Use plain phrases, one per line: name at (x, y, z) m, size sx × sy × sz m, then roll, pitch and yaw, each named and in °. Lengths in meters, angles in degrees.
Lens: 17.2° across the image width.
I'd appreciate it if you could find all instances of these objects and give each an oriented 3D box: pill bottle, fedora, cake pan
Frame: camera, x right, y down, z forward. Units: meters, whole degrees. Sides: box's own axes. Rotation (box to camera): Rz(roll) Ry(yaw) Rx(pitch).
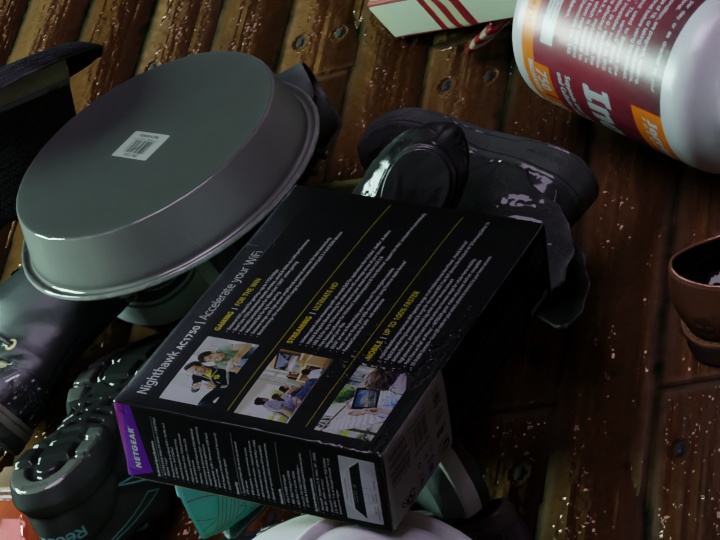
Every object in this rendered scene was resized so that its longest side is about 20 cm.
pill bottle at (0.190, -0.124, 1.383) m, size 0.113 × 0.113 × 0.200 m, roll -45°, pitch 41°, yaw -13°
fedora at (-0.236, -0.072, 1.514) m, size 0.199 × 0.092 × 0.201 m, roll -25°, pitch 5°, yaw 2°
cake pan at (-0.120, -0.062, 1.400) m, size 0.199 × 0.037 × 0.201 m, roll -21°, pitch 33°, yaw 14°

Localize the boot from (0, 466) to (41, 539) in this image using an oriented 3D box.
boot at (-0.266, 0.185, 1.418) m, size 0.198 × 0.075 × 0.108 m, roll -12°, pitch 50°, yaw 23°

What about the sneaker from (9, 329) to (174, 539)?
sneaker at (-0.142, 0.106, 1.416) m, size 0.075 × 0.080 × 0.200 m, roll -12°, pitch 24°, yaw 31°

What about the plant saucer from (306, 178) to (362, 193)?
plant saucer at (-0.002, 0.032, 1.408) m, size 0.198 × 0.048 × 0.201 m, roll -7°, pitch 47°, yaw 28°

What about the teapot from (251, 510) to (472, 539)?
teapot at (0.012, 0.183, 1.126) m, size 0.196 × 0.147 × 0.200 m, roll 30°, pitch 42°, yaw 6°

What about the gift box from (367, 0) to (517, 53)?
gift box at (0.065, -0.268, 1.560) m, size 0.185 × 0.187 × 0.200 m, roll -52°, pitch 24°, yaw -17°

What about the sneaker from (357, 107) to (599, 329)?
sneaker at (0.057, -0.029, 1.346) m, size 0.199 × 0.060 × 0.104 m, roll 14°, pitch 56°, yaw 38°

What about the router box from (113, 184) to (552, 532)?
router box at (-0.009, 0.037, 1.186) m, size 0.148 × 0.051 × 0.200 m, roll 10°, pitch 38°, yaw 26°

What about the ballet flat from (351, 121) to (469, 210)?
ballet flat at (0.000, 0.000, 1.322) m, size 0.200 × 0.066 × 0.057 m, roll -50°, pitch -5°, yaw 26°

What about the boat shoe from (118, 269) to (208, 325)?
boat shoe at (-0.170, -0.027, 1.569) m, size 0.069 × 0.057 × 0.200 m, roll -42°, pitch 41°, yaw -10°

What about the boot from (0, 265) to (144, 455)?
boot at (-0.216, 0.016, 1.522) m, size 0.154 × 0.073 × 0.203 m, roll -49°, pitch 36°, yaw -2°

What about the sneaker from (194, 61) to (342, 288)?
sneaker at (-0.058, -0.055, 1.433) m, size 0.106 × 0.075 × 0.201 m, roll -29°, pitch 39°, yaw 10°

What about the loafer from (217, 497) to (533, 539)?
loafer at (0.004, 0.146, 1.268) m, size 0.198 × 0.063 × 0.072 m, roll -1°, pitch 29°, yaw 27°

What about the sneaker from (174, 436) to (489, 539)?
sneaker at (-0.034, 0.098, 1.229) m, size 0.121 × 0.084 × 0.200 m, roll -40°, pitch 42°, yaw -18°

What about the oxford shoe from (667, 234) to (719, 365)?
oxford shoe at (0.258, -0.008, 1.259) m, size 0.198 × 0.071 × 0.072 m, roll -18°, pitch 41°, yaw 16°
